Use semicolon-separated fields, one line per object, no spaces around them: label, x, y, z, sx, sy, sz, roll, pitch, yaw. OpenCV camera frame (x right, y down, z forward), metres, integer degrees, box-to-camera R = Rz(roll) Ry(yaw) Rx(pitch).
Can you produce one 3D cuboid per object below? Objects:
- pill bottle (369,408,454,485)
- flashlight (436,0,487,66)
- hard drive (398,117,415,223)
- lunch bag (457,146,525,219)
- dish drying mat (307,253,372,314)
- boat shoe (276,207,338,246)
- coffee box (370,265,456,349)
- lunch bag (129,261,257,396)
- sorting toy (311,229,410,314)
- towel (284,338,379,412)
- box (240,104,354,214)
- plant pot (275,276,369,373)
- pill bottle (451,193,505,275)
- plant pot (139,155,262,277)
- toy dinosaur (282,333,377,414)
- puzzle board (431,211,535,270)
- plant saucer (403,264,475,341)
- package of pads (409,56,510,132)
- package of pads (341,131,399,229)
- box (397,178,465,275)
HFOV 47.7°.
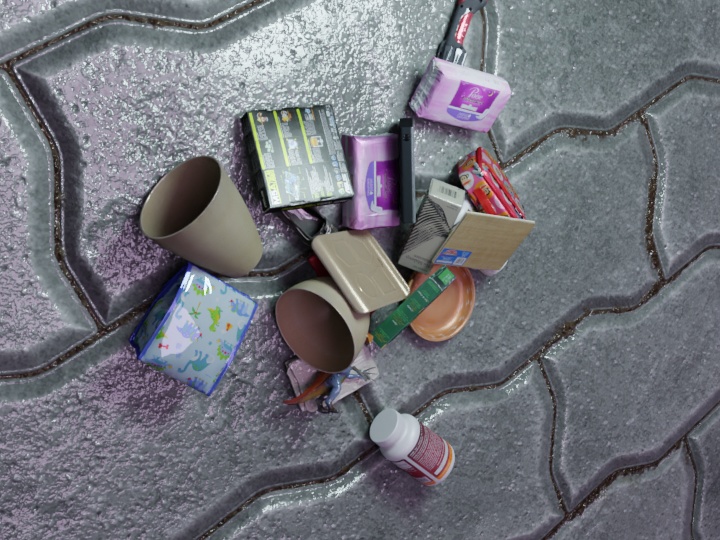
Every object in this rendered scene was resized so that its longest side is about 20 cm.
pill bottle;0.117;0.402;1.873;0.200;0.113;0.113;41;78;-30
flashlight;0.233;-0.543;1.799;0.068;0.068;0.202;18;88;-34
hard drive;0.099;-0.214;1.733;0.033;0.140;0.202;-1;108;3
lunch bag;0.295;-0.166;1.830;0.082;0.177;0.200;-32;110;22
dish drying mat;-0.036;0.031;1.769;0.077;0.018;0.201;-40;117;-18
boat shoe;-0.109;-0.099;1.671;0.200;0.057;0.067;39;78;-25
coffee box;0.114;0.079;1.759;0.044;0.123;0.200;47;114;5
lunch bag;-0.314;0.105;1.555;0.169;0.127;0.201;33;91;-30
sorting toy;0.000;0.000;1.676;0.186;0.036;0.199;55;31;11
towel;-0.061;0.215;1.771;0.199;0.034;0.134;-27;113;-19
box;-0.123;-0.224;1.619;0.192;0.047;0.202;-12;84;-27
plant pot;-0.058;0.091;1.684;0.134;0.199;0.202;-41;119;-43
pill bottle;0.255;-0.079;1.869;0.200;0.109;0.110;44;77;-29
plant pot;-0.276;-0.078;1.528;0.188;0.187;0.200;-53;133;-12
toy dinosaur;-0.044;0.209;1.715;0.198;0.105;0.183;14;74;-15
puzzle board;0.266;-0.064;1.769;0.198;0.017;0.151;5;135;-33
plant saucer;0.179;0.063;1.893;0.198;0.037;0.202;-5;101;-30
package of pads;0.218;-0.382;1.781;0.198;0.076;0.121;7;132;-31
package of pads;0.022;-0.191;1.730;0.120;0.075;0.202;-8;103;-29
box;0.151;-0.092;1.759;0.081;0.069;0.201;20;128;-2
